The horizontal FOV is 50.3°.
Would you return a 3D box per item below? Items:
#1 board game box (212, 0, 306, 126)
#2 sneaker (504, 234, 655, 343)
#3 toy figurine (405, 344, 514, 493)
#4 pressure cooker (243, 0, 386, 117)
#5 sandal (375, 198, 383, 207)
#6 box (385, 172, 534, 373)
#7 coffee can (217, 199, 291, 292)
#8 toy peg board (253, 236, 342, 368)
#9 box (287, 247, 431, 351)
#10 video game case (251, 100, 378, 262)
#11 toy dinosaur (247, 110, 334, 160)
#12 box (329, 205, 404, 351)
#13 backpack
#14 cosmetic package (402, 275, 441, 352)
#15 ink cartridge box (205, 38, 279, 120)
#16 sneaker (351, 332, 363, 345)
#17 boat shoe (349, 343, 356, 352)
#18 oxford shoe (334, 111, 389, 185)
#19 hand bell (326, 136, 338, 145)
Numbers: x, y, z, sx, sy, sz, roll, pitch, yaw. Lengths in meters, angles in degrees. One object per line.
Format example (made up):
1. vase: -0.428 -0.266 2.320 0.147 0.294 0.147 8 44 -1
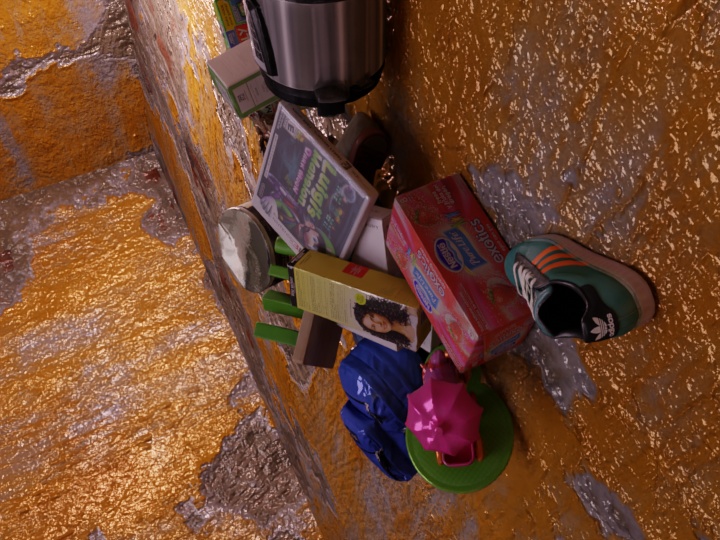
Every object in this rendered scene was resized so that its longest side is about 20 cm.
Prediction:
1. board game box: -0.145 -0.353 1.246 0.029 0.132 0.205 -1 109 70
2. sneaker: 0.188 0.017 0.748 0.199 0.078 0.073 28 136 64
3. toy figurine: 0.112 0.163 0.961 0.185 0.146 0.205 59 -154 -64
4. pressure cooker: -0.049 -0.301 0.961 0.176 0.176 0.203 25 143 22
5. sandal: 0.054 -0.033 1.141 0.203 0.048 0.075 59 146 -4
6. box: 0.117 0.002 0.916 0.203 0.093 0.103 61 161 24
7. coffee can: -0.126 -0.067 1.325 0.145 0.198 0.150 24 127 37
8. toy peg board: -0.086 0.043 1.230 0.199 0.095 0.205 38 -115 -76
9. box: -0.002 0.035 1.013 0.196 0.050 0.077 18 131 25
10. video game case: -0.070 -0.097 1.038 0.182 0.023 0.202 47 142 16
11. toy dinosaur: -0.115 -0.160 1.194 0.134 0.085 0.204 27 131 34
12. box: 0.000 0.000 1.070 0.142 0.036 0.205 19 126 41
13. backpack: 0.054 0.197 1.153 0.202 0.167 0.162 57 161 -21
14. cosmetic package: 0.042 0.004 1.098 0.198 0.051 0.153 31 140 33
15. ink cartridge box: -0.120 -0.312 1.136 0.104 0.197 0.060 49 167 46
16. sneaker: 0.044 0.110 1.285 0.149 0.079 0.200 61 159 6
17. boat shoe: 0.035 0.227 1.439 0.205 0.065 0.072 69 161 2
18. oxford shoe: -0.018 -0.143 1.155 0.202 0.069 0.076 -59 42 33
19. hand bell: -0.009 -0.115 1.221 0.200 0.103 0.105 43 151 28
